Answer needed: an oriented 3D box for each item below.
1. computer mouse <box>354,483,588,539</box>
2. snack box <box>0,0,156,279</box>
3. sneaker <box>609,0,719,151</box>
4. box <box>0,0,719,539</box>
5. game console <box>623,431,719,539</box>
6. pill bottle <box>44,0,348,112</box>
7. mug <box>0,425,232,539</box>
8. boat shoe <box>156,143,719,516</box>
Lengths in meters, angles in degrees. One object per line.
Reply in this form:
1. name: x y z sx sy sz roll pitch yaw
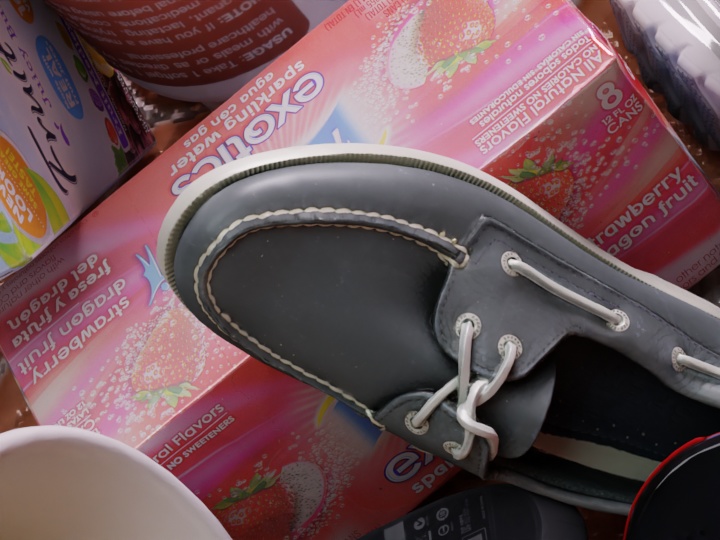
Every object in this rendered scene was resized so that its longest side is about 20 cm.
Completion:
1. computer mouse: -0.018 0.117 0.799 0.200 0.034 0.059 -25 45 23
2. snack box: -0.133 -0.075 0.856 0.053 0.200 0.142 -27 98 11
3. sneaker: 0.157 -0.043 0.794 0.082 0.075 0.200 -38 59 -4
4. box: 0.000 0.000 0.827 0.200 0.103 0.095 -38 45 4
5. game console: 0.182 0.099 0.688 0.200 0.031 0.177 -23 85 12
6. pill bottle: -0.060 -0.123 0.866 0.112 0.200 0.112 -11 61 21
7. mug: -0.131 0.137 0.737 0.153 0.186 0.150 -24 79 35
8. boat shoe: 0.040 0.023 0.749 0.073 0.200 0.062 -60 25 20
